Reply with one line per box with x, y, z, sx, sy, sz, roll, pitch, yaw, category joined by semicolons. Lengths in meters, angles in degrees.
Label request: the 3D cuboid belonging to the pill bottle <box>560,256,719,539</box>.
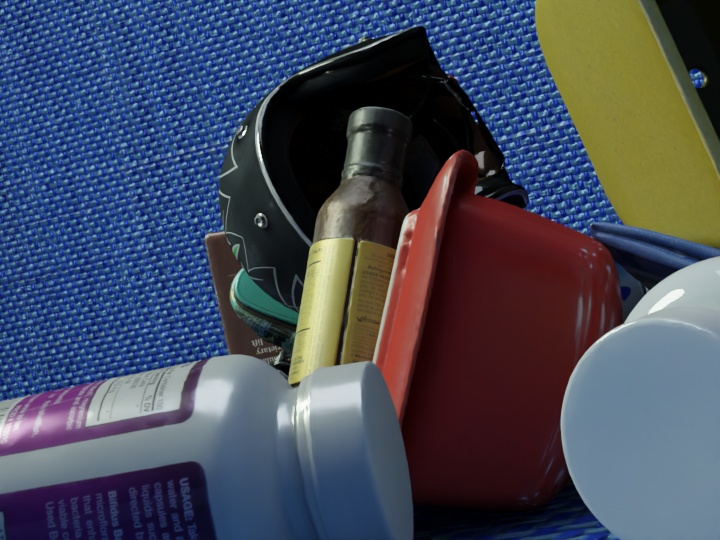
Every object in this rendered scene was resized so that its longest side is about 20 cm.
0.165;0.045;0.565;0.113;0.113;0.200;-12;-1;40;pill bottle

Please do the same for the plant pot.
0.211;-0.120;0.848;0.195;0.195;0.200;-25;0;-19;plant pot

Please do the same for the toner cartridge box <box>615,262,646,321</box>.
0.081;0.034;0.932;0.200;0.043;0.095;-21;7;12;toner cartridge box

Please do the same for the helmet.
0.000;-0.056;1.014;0.190;0.200;0.200;-32;-2;4;helmet

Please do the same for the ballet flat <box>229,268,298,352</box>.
-0.002;0.050;1.095;0.200;0.074;0.074;26;9;14;ballet flat

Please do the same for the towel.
0.226;0.021;0.829;0.147;0.024;0.200;19;-6;34;towel

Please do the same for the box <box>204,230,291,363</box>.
-0.028;0.050;1.279;0.166;0.200;0.164;-11;-1;1;box

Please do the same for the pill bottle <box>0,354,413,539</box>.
-0.083;0.098;0.629;0.200;0.113;0.112;-11;-1;10;pill bottle

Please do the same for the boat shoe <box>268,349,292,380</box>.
-0.041;0.087;1.099;0.073;0.063;0.200;-15;-3;20;boat shoe

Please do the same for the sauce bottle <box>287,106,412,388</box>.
0.000;0.000;0.881;0.065;0.200;0.065;9;-19;3;sauce bottle

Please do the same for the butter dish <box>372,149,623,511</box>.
0.087;0.048;0.764;0.147;0.200;0.200;12;2;8;butter dish
